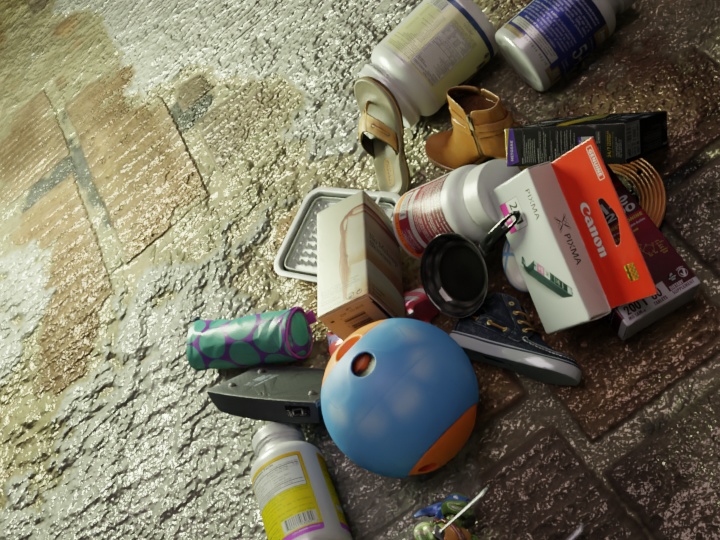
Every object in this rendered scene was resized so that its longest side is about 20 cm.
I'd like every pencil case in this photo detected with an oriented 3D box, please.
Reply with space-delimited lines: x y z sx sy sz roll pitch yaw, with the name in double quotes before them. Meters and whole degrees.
"pencil case" -0.171 0.105 1.471 0.200 0.085 0.092 -8 21 28

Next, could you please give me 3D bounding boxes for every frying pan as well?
"frying pan" 0.140 -0.025 1.262 0.115 0.031 0.190 40 124 31

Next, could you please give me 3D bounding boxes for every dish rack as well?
"dish rack" -0.028 -0.047 1.509 0.200 0.044 0.172 9 67 37

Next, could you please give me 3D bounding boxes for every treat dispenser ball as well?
"treat dispenser ball" 0.050 0.160 1.212 0.201 0.201 0.201 -17 53 23

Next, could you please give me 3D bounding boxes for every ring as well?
"ring" 0.321 -0.080 1.320 0.200 0.019 0.201 -17 52 23

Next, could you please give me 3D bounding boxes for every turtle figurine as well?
"turtle figurine" 0.120 0.347 1.082 0.200 0.144 0.194 -1 64 37

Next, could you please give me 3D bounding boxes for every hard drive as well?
"hard drive" -0.104 0.175 1.361 0.200 0.135 0.042 0 103 35

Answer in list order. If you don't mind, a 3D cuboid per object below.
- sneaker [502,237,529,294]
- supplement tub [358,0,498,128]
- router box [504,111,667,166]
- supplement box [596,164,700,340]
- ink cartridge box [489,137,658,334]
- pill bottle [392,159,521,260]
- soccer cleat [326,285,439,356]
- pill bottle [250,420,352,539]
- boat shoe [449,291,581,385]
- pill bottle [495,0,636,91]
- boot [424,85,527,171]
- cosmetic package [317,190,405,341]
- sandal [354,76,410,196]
"sneaker" 0.238 -0.063 1.295 0.072 0.073 0.200 12 65 12
"supplement tub" 0.110 -0.343 1.547 0.200 0.145 0.145 -44 47 0
"router box" 0.302 -0.174 1.263 0.157 0.200 0.052 2 103 32
"supplement box" 0.319 -0.026 1.205 0.109 0.061 0.200 -31 66 -3
"ink cartridge box" 0.250 -0.036 1.152 0.044 0.174 0.200 -18 83 -26
"pill bottle" 0.139 -0.084 1.329 0.200 0.109 0.110 -19 45 58
"soccer cleat" 0.037 0.068 1.375 0.200 0.067 0.077 -37 52 12
"pill bottle" -0.085 0.300 1.272 0.104 0.104 0.200 -33 48 10
"boat shoe" 0.207 0.083 1.247 0.200 0.071 0.091 15 73 41
"pill bottle" 0.316 -0.380 1.455 0.200 0.120 0.120 -41 47 4
"boot" 0.157 -0.215 1.423 0.200 0.155 0.074 9 66 37
"cosmetic package" 0.000 0.000 1.342 0.087 0.103 0.200 -26 44 23
"sandal" 0.027 -0.204 1.493 0.080 0.054 0.200 -2 103 47
